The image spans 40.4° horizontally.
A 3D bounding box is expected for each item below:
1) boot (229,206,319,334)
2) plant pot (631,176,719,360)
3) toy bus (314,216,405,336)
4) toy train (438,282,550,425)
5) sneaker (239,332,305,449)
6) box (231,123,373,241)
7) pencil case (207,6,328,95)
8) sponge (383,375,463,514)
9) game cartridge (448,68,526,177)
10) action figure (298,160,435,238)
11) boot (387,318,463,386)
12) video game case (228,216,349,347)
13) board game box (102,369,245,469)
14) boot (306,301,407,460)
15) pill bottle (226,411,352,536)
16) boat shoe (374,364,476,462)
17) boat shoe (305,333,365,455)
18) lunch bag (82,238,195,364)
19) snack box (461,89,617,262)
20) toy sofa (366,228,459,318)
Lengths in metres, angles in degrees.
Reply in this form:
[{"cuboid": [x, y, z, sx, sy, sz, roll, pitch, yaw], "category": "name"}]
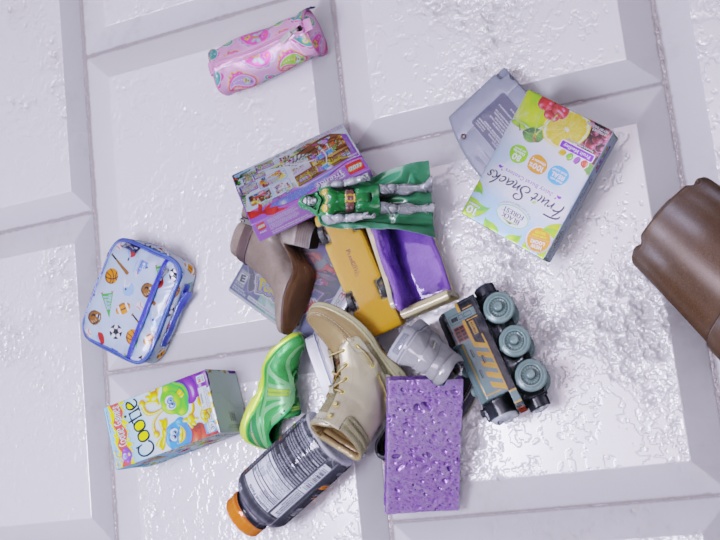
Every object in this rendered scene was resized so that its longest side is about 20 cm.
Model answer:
[{"cuboid": [-0.144, -0.014, 1.549, 0.145, 0.070, 0.202, 16, 89, 28], "category": "boot"}, {"cuboid": [0.474, -0.003, 1.262, 0.201, 0.200, 0.198, -48, 63, 10], "category": "plant pot"}, {"cuboid": [0.000, 0.000, 1.479, 0.064, 0.078, 0.202, -24, 87, 10], "category": "toy bus"}, {"cuboid": [0.194, 0.120, 1.401, 0.113, 0.085, 0.202, -26, 72, 9], "category": "toy train"}, {"cuboid": [-0.121, 0.190, 1.533, 0.083, 0.074, 0.202, 26, 104, 20], "category": "sneaker"}, {"cuboid": [-0.090, -0.138, 1.510, 0.198, 0.039, 0.137, -25, 43, -2], "category": "box"}, {"cuboid": [-0.152, -0.358, 1.601, 0.198, 0.087, 0.089, -18, 78, 20], "category": "pencil case"}, {"cuboid": [0.090, 0.252, 1.414, 0.110, 0.030, 0.203, 0, 99, -6], "category": "sponge"}, {"cuboid": [0.227, -0.186, 1.457, 0.133, 0.041, 0.201, -39, 71, 9], "category": "game cartridge"}, {"cuboid": [0.008, -0.102, 1.424, 0.197, 0.055, 0.120, -4, 71, -2], "category": "action figure"}, {"cuboid": [0.098, 0.125, 1.392, 0.095, 0.200, 0.074, 34, 97, 8], "category": "boot"}, {"cuboid": [-0.094, 0.006, 1.568, 0.199, 0.023, 0.184, 33, 96, 22], "category": "video game case"}, {"cuboid": [-0.296, 0.240, 1.576, 0.198, 0.105, 0.104, -22, 76, 17], "category": "board game box"}, {"cuboid": [-0.033, 0.159, 1.421, 0.200, 0.156, 0.073, 47, 147, -10], "category": "boot"}, {"cuboid": [-0.115, 0.318, 1.495, 0.200, 0.106, 0.107, -43, 71, 12], "category": "pill bottle"}, {"cuboid": [0.099, 0.213, 1.445, 0.200, 0.063, 0.073, -44, 68, 10], "category": "boat shoe"}, {"cuboid": [-0.022, 0.185, 1.491, 0.065, 0.074, 0.202, -22, 86, 2], "category": "boat shoe"}, {"cuboid": [-0.369, 0.049, 1.646, 0.159, 0.075, 0.202, 24, 94, 20], "category": "lunch bag"}, {"cuboid": [0.255, -0.134, 1.393, 0.141, 0.053, 0.202, 31, 96, 23], "category": "snack box"}, {"cuboid": [0.071, -0.036, 1.467, 0.082, 0.097, 0.202, -23, 75, 18], "category": "toy sofa"}]
